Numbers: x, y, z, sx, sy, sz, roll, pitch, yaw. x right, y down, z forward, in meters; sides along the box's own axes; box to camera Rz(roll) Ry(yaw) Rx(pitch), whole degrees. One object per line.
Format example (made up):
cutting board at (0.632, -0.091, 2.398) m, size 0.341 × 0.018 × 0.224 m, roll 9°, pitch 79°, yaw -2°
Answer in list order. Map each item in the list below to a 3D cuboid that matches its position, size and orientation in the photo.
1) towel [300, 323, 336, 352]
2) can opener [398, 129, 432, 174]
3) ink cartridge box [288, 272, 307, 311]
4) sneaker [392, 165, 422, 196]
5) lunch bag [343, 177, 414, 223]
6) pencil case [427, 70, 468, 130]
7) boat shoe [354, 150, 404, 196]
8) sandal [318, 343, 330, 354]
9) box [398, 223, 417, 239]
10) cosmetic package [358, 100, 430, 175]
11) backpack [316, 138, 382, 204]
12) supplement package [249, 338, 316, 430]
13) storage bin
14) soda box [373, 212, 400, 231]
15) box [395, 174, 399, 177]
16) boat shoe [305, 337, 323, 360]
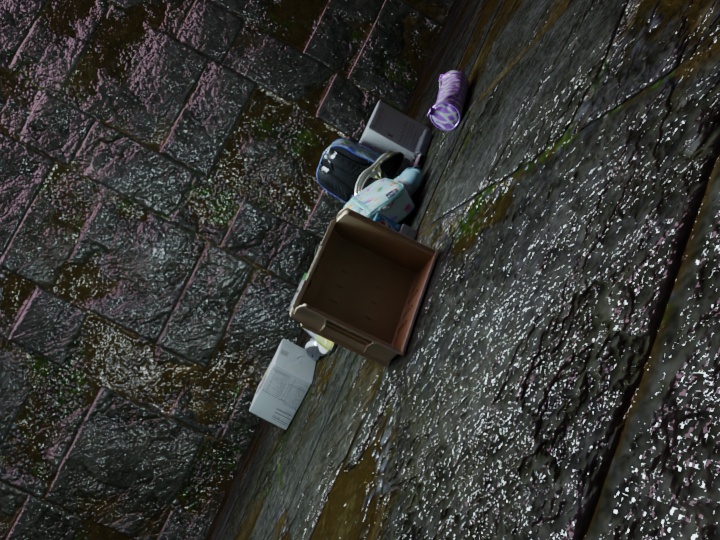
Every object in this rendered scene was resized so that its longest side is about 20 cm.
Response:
towel at (-0.108, 0.146, 1.767) m, size 0.199 × 0.023 × 0.146 m, roll 29°, pitch 96°, yaw 48°
can opener at (0.164, -0.358, 1.758) m, size 0.054 × 0.066 × 0.203 m, roll -53°, pitch 13°, yaw 54°
ink cartridge box at (-0.267, 0.140, 2.980) m, size 0.203 × 0.144 × 0.084 m, roll -67°, pitch 8°, yaw -28°
sneaker at (0.138, -0.245, 1.595) m, size 0.082 × 0.074 × 0.200 m, roll -45°, pitch 11°, yaw 4°
lunch bag at (0.042, -0.163, 1.501) m, size 0.159 × 0.078 × 0.200 m, roll -33°, pitch 23°, yaw -5°
pencil case at (0.229, -0.442, 1.488) m, size 0.202 × 0.084 × 0.085 m, roll -72°, pitch 9°, yaw -46°
boat shoe at (0.055, -0.270, 1.648) m, size 0.060 × 0.073 × 0.203 m, roll -5°, pitch 40°, yaw 51°
sandal at (-0.078, 0.158, 1.784) m, size 0.082 × 0.049 × 0.207 m, roll 23°, pitch 92°, yaw 44°
box at (0.057, 0.004, 1.355) m, size 0.158 × 0.040 × 0.200 m, roll -67°, pitch 6°, yaw -27°
cosmetic package at (0.097, -0.407, 1.905) m, size 0.167 × 0.197 × 0.169 m, roll -56°, pitch 11°, yaw 48°
backpack at (-0.029, -0.311, 1.811) m, size 0.185 × 0.197 × 0.148 m, roll -60°, pitch 6°, yaw 33°
supplement package at (-0.258, 0.383, 1.973) m, size 0.203 × 0.145 × 0.192 m, roll -61°, pitch 7°, yaw 17°
storage bin at (0.005, 0.026, 0.999) m, size 0.094 × 0.195 × 0.203 m, roll 122°, pitch 172°, yaw -63°
soda box at (0.021, -0.039, 1.363) m, size 0.201 × 0.063 × 0.069 m, roll -58°, pitch 7°, yaw 48°
box at (0.066, -0.165, 1.724) m, size 0.165 × 0.085 × 0.202 m, roll -57°, pitch 9°, yaw 46°
boat shoe at (-0.144, 0.243, 1.915) m, size 0.200 × 0.071 × 0.072 m, roll 127°, pitch 163°, yaw -70°
